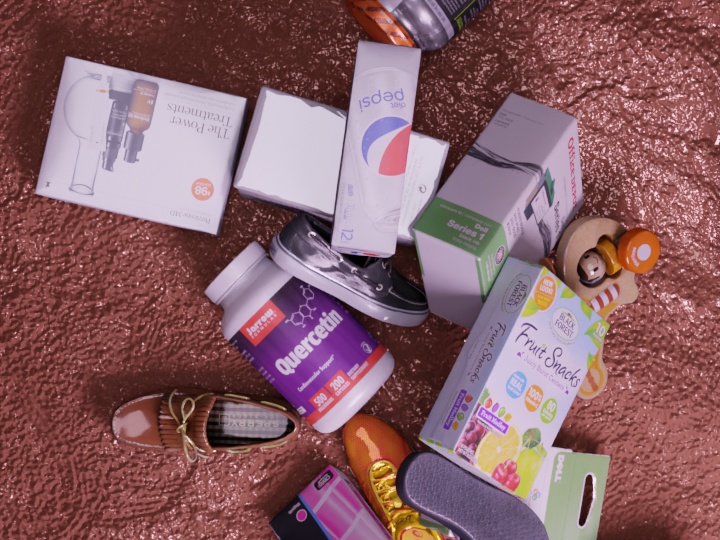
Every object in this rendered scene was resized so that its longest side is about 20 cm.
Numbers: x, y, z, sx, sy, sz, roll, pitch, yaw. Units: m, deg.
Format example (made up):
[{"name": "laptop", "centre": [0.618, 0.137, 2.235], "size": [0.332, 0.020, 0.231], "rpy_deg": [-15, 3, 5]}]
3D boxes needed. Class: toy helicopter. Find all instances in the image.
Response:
[{"name": "toy helicopter", "centre": [0.238, 0.041, 1.586], "size": [0.132, 0.079, 0.201], "rpy_deg": [-6, 106, -29]}]

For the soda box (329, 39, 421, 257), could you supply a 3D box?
[{"name": "soda box", "centre": [0.014, -0.116, 1.442], "size": [0.063, 0.068, 0.201], "rpy_deg": [8, 87, -2]}]

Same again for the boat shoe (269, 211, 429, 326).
[{"name": "boat shoe", "centre": [0.000, 0.000, 1.555], "size": [0.199, 0.069, 0.057], "rpy_deg": [24, 117, -29]}]

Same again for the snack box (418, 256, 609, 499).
[{"name": "snack box", "centre": [0.154, 0.108, 1.474], "size": [0.142, 0.053, 0.201], "rpy_deg": [37, 76, -45]}]

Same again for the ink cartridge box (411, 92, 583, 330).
[{"name": "ink cartridge box", "centre": [0.144, -0.057, 1.521], "size": [0.084, 0.146, 0.200], "rpy_deg": [24, 63, 26]}]

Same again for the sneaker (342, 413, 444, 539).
[{"name": "sneaker", "centre": [0.043, 0.241, 1.583], "size": [0.073, 0.077, 0.201], "rpy_deg": [-29, 88, -1]}]

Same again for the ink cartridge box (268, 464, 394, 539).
[{"name": "ink cartridge box", "centre": [-0.007, 0.304, 1.544], "size": [0.095, 0.037, 0.200], "rpy_deg": [-44, 57, 4]}]

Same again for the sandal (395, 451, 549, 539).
[{"name": "sandal", "centre": [0.115, 0.246, 1.496], "size": [0.200, 0.043, 0.076], "rpy_deg": [41, 65, -17]}]

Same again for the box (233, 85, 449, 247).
[{"name": "box", "centre": [-0.021, -0.104, 1.550], "size": [0.199, 0.152, 0.107], "rpy_deg": [17, 89, -2]}]

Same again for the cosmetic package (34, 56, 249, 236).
[{"name": "cosmetic package", "centre": [-0.231, -0.131, 1.595], "size": [0.199, 0.052, 0.152], "rpy_deg": [12, 91, -2]}]

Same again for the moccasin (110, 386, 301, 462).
[{"name": "moccasin", "centre": [-0.163, 0.163, 1.575], "size": [0.200, 0.078, 0.074], "rpy_deg": [7, 88, -2]}]

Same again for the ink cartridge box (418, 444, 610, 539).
[{"name": "ink cartridge box", "centre": [0.164, 0.231, 1.578], "size": [0.199, 0.059, 0.104], "rpy_deg": [11, 88, -32]}]

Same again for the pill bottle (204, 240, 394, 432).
[{"name": "pill bottle", "centre": [-0.067, 0.067, 1.564], "size": [0.200, 0.112, 0.112], "rpy_deg": [45, 88, -1]}]

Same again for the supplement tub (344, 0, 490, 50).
[{"name": "supplement tub", "centre": [0.086, -0.319, 1.574], "size": [0.200, 0.123, 0.123], "rpy_deg": [-44, 90, -3]}]
